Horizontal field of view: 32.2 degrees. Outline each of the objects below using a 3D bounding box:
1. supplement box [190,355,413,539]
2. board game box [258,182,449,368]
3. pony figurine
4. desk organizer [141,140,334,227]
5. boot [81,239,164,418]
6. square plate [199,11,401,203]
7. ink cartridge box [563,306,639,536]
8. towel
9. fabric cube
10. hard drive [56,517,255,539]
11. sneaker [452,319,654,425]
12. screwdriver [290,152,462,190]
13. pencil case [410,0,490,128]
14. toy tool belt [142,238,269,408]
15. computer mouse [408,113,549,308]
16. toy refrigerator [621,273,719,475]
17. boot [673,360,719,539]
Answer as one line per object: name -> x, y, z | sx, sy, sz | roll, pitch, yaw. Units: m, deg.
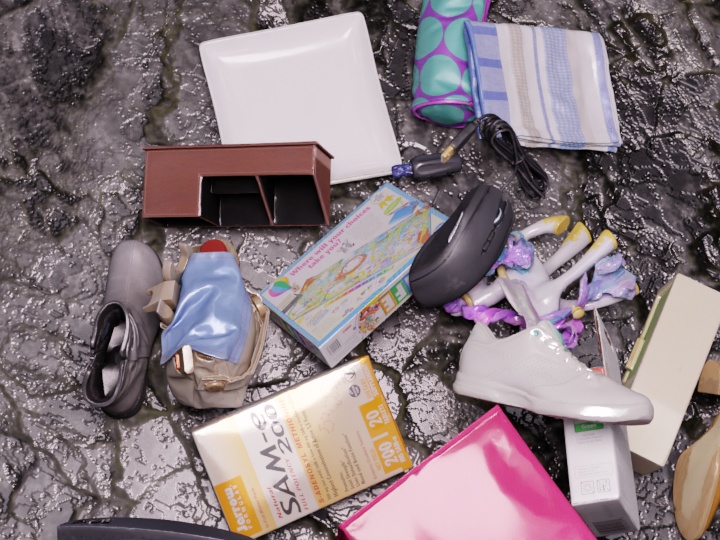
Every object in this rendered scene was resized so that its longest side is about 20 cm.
supplement box -> -0.062, 0.184, 1.287 | 0.198, 0.074, 0.127 | -23, 89, -10
board game box -> 0.000, 0.000, 1.335 | 0.200, 0.034, 0.134 | -41, 40, -13
pony figurine -> 0.193, 0.033, 1.334 | 0.198, 0.167, 0.194 | -28, 46, -7
desk organizer -> -0.133, -0.091, 1.343 | 0.197, 0.072, 0.078 | 0, 82, 14
boot -> -0.244, 0.050, 1.294 | 0.069, 0.132, 0.203 | 0, 74, -2
square plate -> -0.070, -0.186, 1.426 | 0.196, 0.028, 0.202 | -12, 75, -8
ink cartridge box -> 0.234, 0.150, 1.240 | 0.050, 0.109, 0.202 | -12, 59, 17
towel -> 0.209, -0.209, 1.409 | 0.198, 0.024, 0.149 | 0, 77, -30
fabric cube -> 0.107, 0.285, 1.217 | 0.195, 0.200, 0.200 | -36, 77, -12
hard drive -> -0.199, 0.309, 1.236 | 0.197, 0.042, 0.137 | 5, 109, 5
sneaker -> 0.182, 0.093, 1.172 | 0.198, 0.075, 0.090 | 10, 84, 30
screwdriver -> 0.020, -0.106, 1.383 | 0.198, 0.029, 0.028 | -11, 106, -16
pencil case -> 0.111, -0.267, 1.431 | 0.091, 0.085, 0.202 | -1, 72, 30
toy tool belt -> -0.159, 0.035, 1.287 | 0.123, 0.123, 0.202 | -5, 61, 7
computer mouse -> 0.114, -0.061, 1.273 | 0.200, 0.046, 0.141 | -47, 125, -12
toy refrigerator -> 0.322, 0.111, 1.344 | 0.069, 0.076, 0.202 | 24, 75, 3
boot -> 0.419, 0.195, 1.333 | 0.142, 0.071, 0.204 | 9, 93, -22
